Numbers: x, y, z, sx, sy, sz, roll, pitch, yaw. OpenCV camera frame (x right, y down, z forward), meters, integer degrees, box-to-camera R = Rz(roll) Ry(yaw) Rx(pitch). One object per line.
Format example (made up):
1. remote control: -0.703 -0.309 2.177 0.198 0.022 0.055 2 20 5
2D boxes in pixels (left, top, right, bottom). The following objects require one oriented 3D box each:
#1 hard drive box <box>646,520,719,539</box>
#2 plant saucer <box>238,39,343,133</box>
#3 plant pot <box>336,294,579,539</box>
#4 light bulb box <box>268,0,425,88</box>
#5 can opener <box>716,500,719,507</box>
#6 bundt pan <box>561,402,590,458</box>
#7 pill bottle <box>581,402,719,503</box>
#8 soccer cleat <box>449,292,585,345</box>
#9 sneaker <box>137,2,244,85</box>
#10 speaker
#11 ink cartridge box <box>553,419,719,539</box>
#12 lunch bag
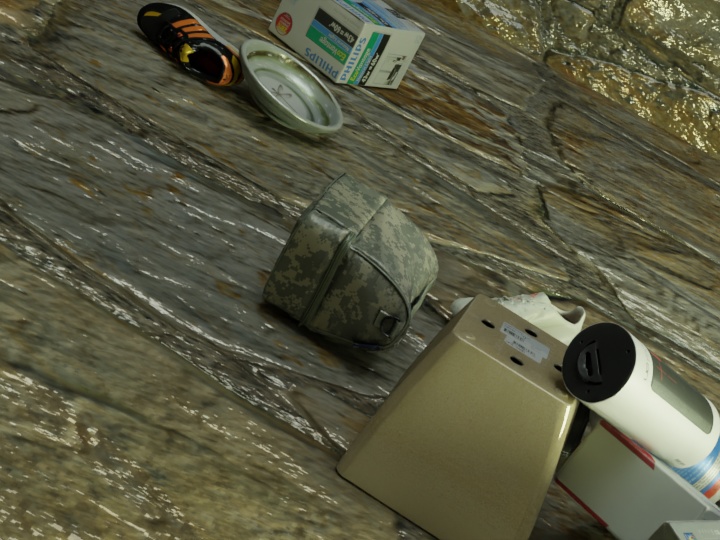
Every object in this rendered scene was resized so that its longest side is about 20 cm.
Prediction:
1. hard drive box: 0.315 0.307 1.245 0.198 0.157 0.077 7 40 -40
2. plant saucer: -0.117 -0.273 2.090 0.199 0.050 0.201 34 26 -19
3. plant pot: 0.122 0.146 1.345 0.198 0.179 0.200 31 23 7
4. light bulb box: -0.025 -0.442 2.486 0.198 0.126 0.199 40 24 26
5. can opener: 0.391 0.224 1.641 0.198 0.064 0.079 29 23 0
6. bundt pan: 0.193 0.129 1.597 0.200 0.076 0.202 24 22 -10
7. pill bottle: 0.331 0.175 1.531 0.200 0.112 0.113 46 17 -18
8. soccer cleat: 0.205 0.057 1.759 0.198 0.078 0.070 15 26 -29
9. sneaker: -0.269 -0.352 2.080 0.199 0.070 0.090 34 20 7
10. speaker: 0.274 0.124 1.310 0.199 0.081 0.081 35 12 -44
11. ink cartridge box: 0.304 0.246 1.373 0.145 0.084 0.200 40 4 35
12. lunch bag: 0.000 0.000 1.559 0.166 0.141 0.200 29 23 4
